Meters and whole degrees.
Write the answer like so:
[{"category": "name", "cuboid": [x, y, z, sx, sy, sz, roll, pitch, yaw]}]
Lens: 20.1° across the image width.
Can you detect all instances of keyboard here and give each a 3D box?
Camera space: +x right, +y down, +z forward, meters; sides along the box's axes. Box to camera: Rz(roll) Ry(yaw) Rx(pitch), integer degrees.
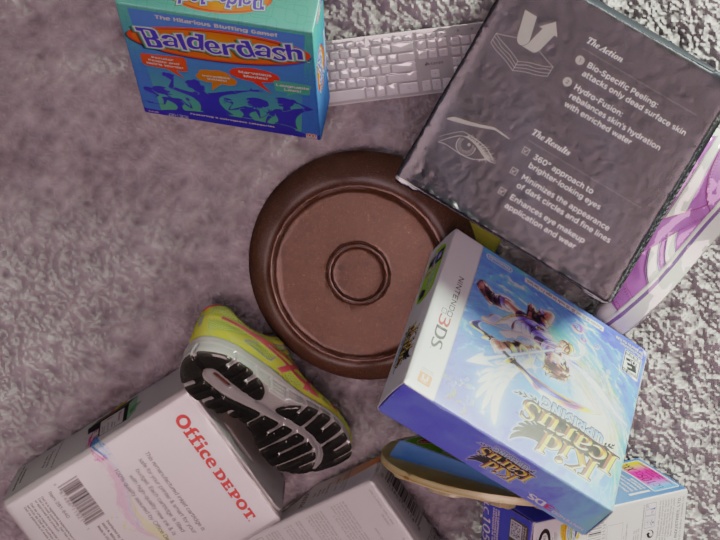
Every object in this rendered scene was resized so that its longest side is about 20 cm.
[{"category": "keyboard", "cuboid": [0.013, -0.168, 1.685, 0.199, 0.011, 0.056, -7, 108, 4]}]

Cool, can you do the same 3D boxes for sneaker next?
[{"category": "sneaker", "cuboid": [-0.073, 0.098, 1.742, 0.078, 0.090, 0.200, -28, 128, 22]}, {"category": "sneaker", "cuboid": [0.236, -0.042, 1.696, 0.114, 0.073, 0.201, 39, 103, 2]}]

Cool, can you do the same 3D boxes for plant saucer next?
[{"category": "plant saucer", "cuboid": [0.000, 0.000, 1.712, 0.200, 0.034, 0.201, 2, 104, 10]}]

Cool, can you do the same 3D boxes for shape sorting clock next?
[{"category": "shape sorting clock", "cuboid": [0.115, 0.168, 1.692, 0.199, 0.200, 0.039, 10, 101, -1]}]

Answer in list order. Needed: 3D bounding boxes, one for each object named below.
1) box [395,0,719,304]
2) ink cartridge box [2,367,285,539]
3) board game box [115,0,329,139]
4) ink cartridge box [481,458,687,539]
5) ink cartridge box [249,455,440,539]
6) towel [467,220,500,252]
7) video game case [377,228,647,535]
[{"category": "box", "cuboid": [0.167, -0.110, 1.609, 0.196, 0.117, 0.200, 32, 100, 8]}, {"category": "ink cartridge box", "cuboid": [-0.185, 0.193, 1.769, 0.200, 0.084, 0.145, -32, 104, 12]}, {"category": "board game box", "cuboid": [-0.103, -0.171, 1.591, 0.152, 0.200, 0.045, 9, 70, 5]}, {"category": "ink cartridge box", "cuboid": [0.176, 0.250, 1.733, 0.200, 0.076, 0.137, -9, 110, -32]}, {"category": "ink cartridge box", "cuboid": [-0.020, 0.273, 1.823, 0.200, 0.050, 0.162, -26, 107, 28]}, {"category": "towel", "cuboid": [0.064, -0.010, 1.733, 0.086, 0.018, 0.200, 25, 107, -10]}, {"category": "video game case", "cuboid": [0.127, 0.086, 1.621, 0.200, 0.181, 0.045, 32, 135, -11]}]
